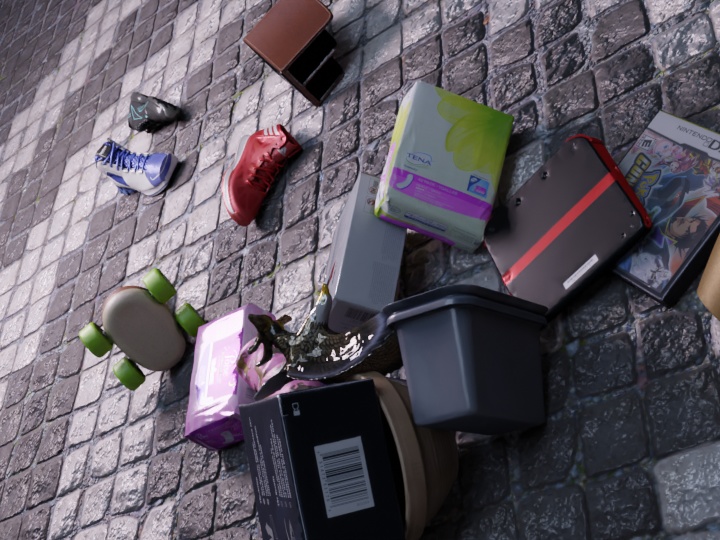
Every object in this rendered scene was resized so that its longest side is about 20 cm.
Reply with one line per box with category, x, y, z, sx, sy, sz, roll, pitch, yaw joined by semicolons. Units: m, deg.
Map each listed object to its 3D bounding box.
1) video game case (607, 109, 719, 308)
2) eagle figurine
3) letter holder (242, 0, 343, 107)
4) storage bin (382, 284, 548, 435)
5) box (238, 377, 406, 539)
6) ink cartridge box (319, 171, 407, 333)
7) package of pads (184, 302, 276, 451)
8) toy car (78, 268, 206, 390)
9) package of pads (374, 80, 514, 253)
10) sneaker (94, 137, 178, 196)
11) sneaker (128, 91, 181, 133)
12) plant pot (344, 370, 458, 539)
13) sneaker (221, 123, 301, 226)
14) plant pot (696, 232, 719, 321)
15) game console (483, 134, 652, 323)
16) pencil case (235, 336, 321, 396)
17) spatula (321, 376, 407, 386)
video game case;0.351;-0.077;1.220;0.201;0.025;0.181;-52;38;2
eagle figurine;-0.037;0.092;1.293;0.198;0.152;0.152;15;43;19
letter holder;-0.100;-0.406;1.891;0.142;0.100;0.200;-48;38;4
storage bin;0.119;0.109;1.183;0.145;0.199;0.136;-19;67;35
box;-0.048;0.234;1.203;0.200;0.116;0.199;153;107;-68
ink cartridge box;0.000;0.000;1.457;0.176;0.083;0.202;119;165;-60
package of pads;-0.190;0.156;1.568;0.120;0.075;0.202;-27;45;32
toy car;-0.373;0.075;1.778;0.164;0.158;0.200;-40;26;-3
package of pads;0.110;-0.142;1.417;0.068;0.153;0.202;125;164;-64
sneaker;-0.463;-0.207;2.103;0.198;0.115;0.081;-2;61;46
sneaker;-0.434;-0.322;2.213;0.200;0.075;0.080;23;92;58
plant pot;0.052;0.210;1.222;0.201;0.092;0.203;169;90;-70
sneaker;-0.166;-0.175;1.799;0.115;0.078;0.202;-25;47;34
plant pot;0.420;-0.026;1.005;0.201;0.185;0.187;-53;36;22
game console;0.242;-0.048;1.276;0.200;0.031;0.178;-47;47;28
pencil case;-0.096;0.170;1.433;0.086;0.083;0.200;-28;46;-13
spatula;0.004;0.149;1.413;0.199;0.020;0.057;2;70;46
